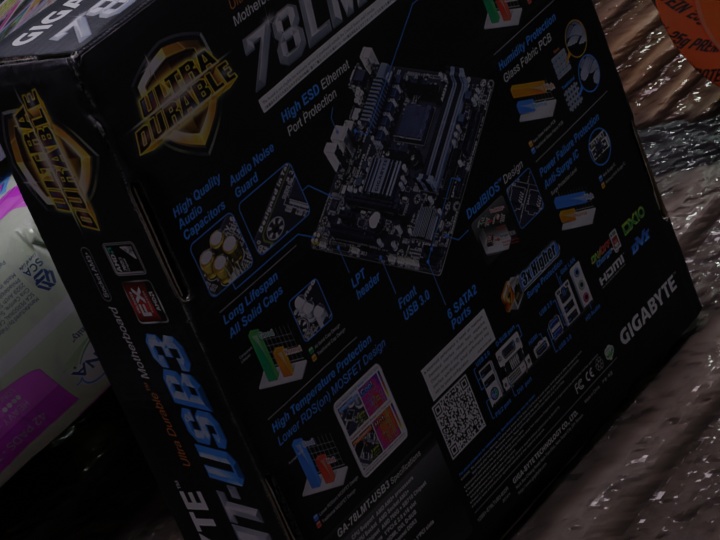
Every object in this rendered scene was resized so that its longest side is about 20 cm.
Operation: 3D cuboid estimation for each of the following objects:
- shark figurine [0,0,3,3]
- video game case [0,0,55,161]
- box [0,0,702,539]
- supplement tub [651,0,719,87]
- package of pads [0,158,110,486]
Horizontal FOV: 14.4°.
[{"bbox_3d":[-0.121,-0.130,1.407,0.214,0.128,0.090,-7,47,-3],"label":"shark figurine"},{"bbox_3d":[-0.132,-0.066,1.022,0.200,0.024,0.182,-40,15,26],"label":"video game case"},{"bbox_3d":[0.004,-0.019,0.807,0.050,0.199,0.200,-3,30,42],"label":"box"},{"bbox_3d":[0.166,-0.143,1.031,0.122,0.123,0.200,-15,22,22],"label":"supplement tub"},{"bbox_3d":[-0.138,0.021,0.982,0.154,0.068,0.200,-43,15,14],"label":"package of pads"}]
